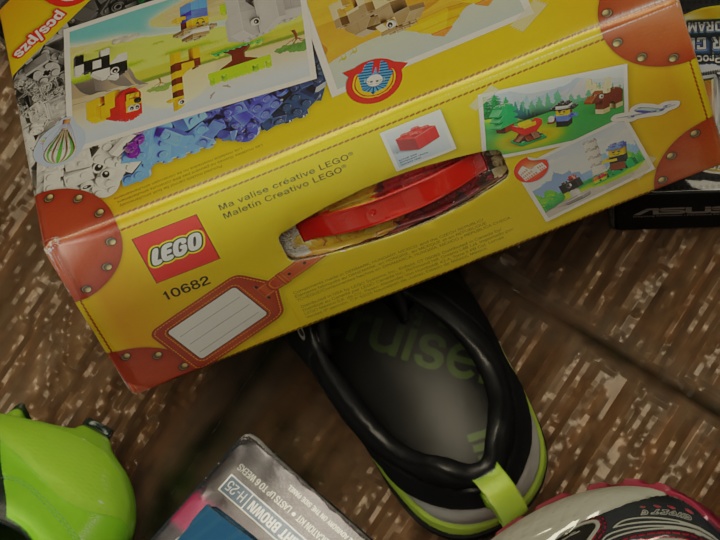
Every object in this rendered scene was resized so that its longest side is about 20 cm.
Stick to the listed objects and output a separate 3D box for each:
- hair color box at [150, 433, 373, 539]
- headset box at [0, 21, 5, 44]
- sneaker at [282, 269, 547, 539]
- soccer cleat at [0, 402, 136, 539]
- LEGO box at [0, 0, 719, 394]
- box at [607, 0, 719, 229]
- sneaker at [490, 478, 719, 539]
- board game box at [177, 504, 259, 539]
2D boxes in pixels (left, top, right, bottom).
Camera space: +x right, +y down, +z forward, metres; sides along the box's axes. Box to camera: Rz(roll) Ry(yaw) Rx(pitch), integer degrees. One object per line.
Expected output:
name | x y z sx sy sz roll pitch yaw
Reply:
hair color box | -0.062 0.162 0.846 0.100 0.061 0.200 39 83 15
headset box | -0.080 -0.196 0.932 0.173 0.093 0.201 -18 74 2
sneaker | 0.000 0.000 0.872 0.072 0.083 0.200 -37 74 -5
soccer cleat | -0.174 0.072 0.874 0.199 0.068 0.081 11 45 9
LEGO box | -0.006 -0.070 0.835 0.199 0.077 0.149 -22 47 4
box | 0.181 -0.098 0.898 0.199 0.044 0.161 -1 74 7
sneaker | 0.037 0.145 0.727 0.081 0.075 0.200 45 81 -19
board game box | -0.034 0.209 0.780 0.200 0.056 0.196 44 82 -19
